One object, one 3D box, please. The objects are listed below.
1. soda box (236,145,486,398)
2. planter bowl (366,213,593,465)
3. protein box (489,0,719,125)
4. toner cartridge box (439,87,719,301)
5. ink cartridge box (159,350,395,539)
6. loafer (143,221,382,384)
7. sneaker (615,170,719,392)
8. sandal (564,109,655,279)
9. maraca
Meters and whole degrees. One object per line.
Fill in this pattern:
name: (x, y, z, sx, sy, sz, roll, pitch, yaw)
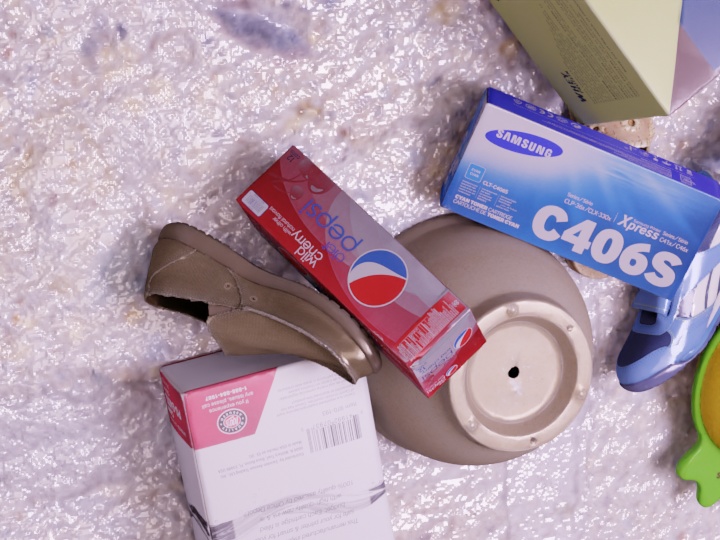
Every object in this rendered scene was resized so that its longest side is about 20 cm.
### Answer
soda box: (0.000, 0.000, 1.532, 0.063, 0.200, 0.070, -43, 154, -6)
planter bowl: (0.100, 0.066, 1.613, 0.200, 0.135, 0.201, -5, 103, -20)
protein box: (0.185, -0.227, 1.522, 0.135, 0.200, 0.199, -39, 98, -8)
toner cartridge box: (0.171, -0.059, 1.612, 0.200, 0.043, 0.095, 21, 113, -5)
ink cartridge box: (-0.061, 0.159, 1.602, 0.145, 0.083, 0.201, -15, 107, -17)
loafer: (-0.075, 0.037, 1.531, 0.068, 0.200, 0.076, -57, 159, -14)
sneaker: (0.260, 0.007, 1.695, 0.082, 0.074, 0.200, 38, 80, -21)
sandal: (0.208, -0.093, 1.651, 0.077, 0.070, 0.212, 1, 101, -20)
maraca: (0.334, 0.109, 1.726, 0.137, 0.107, 0.201, 9, 109, -17)
